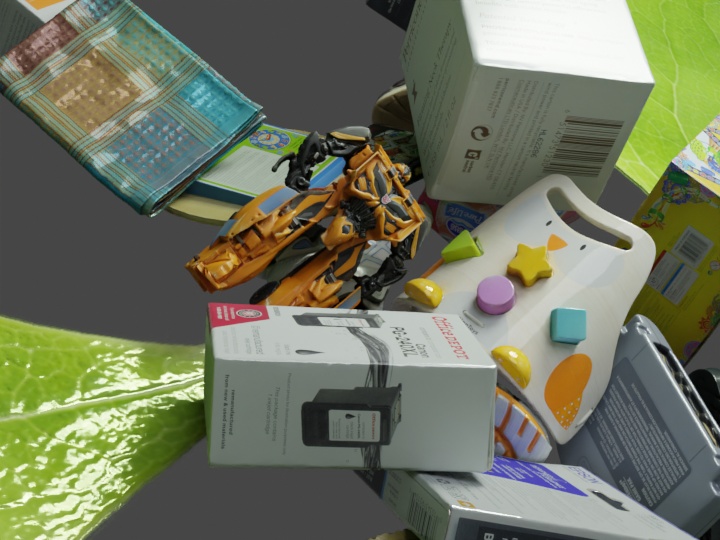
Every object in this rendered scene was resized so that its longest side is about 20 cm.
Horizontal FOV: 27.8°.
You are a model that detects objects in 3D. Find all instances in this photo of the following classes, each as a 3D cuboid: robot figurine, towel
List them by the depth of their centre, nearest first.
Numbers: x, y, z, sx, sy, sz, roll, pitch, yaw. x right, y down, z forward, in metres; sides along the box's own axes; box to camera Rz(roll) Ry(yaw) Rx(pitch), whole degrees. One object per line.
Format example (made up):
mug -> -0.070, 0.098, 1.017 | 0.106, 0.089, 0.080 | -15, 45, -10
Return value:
robot figurine -> -0.032, -0.023, 1.167 | 0.200, 0.058, 0.145 | -39, 109, -15
towel -> -0.200, -0.149, 1.234 | 0.200, 0.022, 0.147 | 40, 65, 13

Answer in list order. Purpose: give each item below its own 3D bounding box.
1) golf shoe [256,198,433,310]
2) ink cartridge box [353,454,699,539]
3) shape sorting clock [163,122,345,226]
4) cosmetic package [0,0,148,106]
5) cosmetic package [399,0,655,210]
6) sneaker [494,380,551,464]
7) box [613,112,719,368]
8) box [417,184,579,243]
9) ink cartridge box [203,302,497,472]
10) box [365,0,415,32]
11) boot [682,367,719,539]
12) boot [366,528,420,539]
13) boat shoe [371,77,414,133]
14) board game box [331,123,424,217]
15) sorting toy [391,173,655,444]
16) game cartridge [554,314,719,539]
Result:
golf shoe -> 0.000, 0.000, 1.275 | 0.200, 0.078, 0.097 | -21, 76, -41
ink cartridge box -> 0.116, 0.174, 1.063 | 0.199, 0.044, 0.198 | 11, 5, -19
shape sorting clock -> -0.090, -0.081, 1.274 | 0.199, 0.039, 0.200 | 4, 30, -2
cosmetic package -> -0.249, -0.197, 1.322 | 0.200, 0.071, 0.101 | 39, 37, 11
cosmetic package -> 0.144, -0.184, 1.325 | 0.166, 0.168, 0.200 | 4, 47, -13
sneaker -> 0.069, 0.097, 1.189 | 0.200, 0.078, 0.077 | 32, 25, -1
box -> 0.328, -0.027, 1.406 | 0.122, 0.200, 0.193 | 37, 36, 12
box -> 0.157, -0.088, 1.450 | 0.100, 0.096, 0.200 | 41, 38, 18
ink cartridge box -> -0.012, 0.083, 1.055 | 0.199, 0.084, 0.145 | 2, 13, -9
box -> 0.145, -0.332, 1.717 | 0.200, 0.118, 0.197 | 35, 36, 8
boot -> 0.343, 0.179, 1.203 | 0.162, 0.073, 0.199 | 0, 89, -21
boot -> 0.078, 0.272, 0.991 | 0.175, 0.066, 0.200 | -1, 47, -35
boat shoe -> 0.106, -0.192, 1.496 | 0.199, 0.072, 0.065 | -19, 33, 8
board game box -> -0.002, -0.098, 1.381 | 0.105, 0.024, 0.200 | 20, 29, 30
sorting toy -> 0.148, 0.008, 1.225 | 0.200, 0.107, 0.180 | 38, 76, 28
game cartridge -> 0.226, 0.146, 1.182 | 0.040, 0.133, 0.200 | 27, 27, -33
